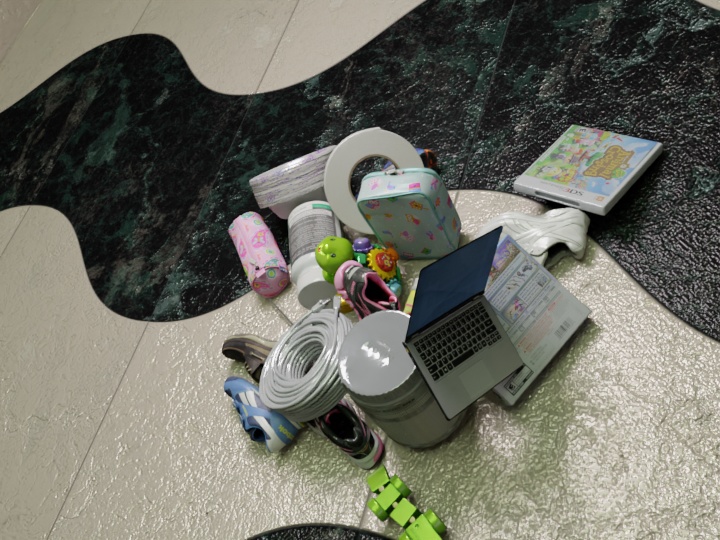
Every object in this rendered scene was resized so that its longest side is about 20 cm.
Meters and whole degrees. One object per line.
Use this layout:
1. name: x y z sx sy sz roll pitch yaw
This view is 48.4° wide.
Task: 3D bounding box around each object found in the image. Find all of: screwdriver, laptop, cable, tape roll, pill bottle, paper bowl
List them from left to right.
1. screwdriver: -0.128 0.108 1.549 0.028 0.029 0.200 -44 43 -5
2. paper bowl: -0.122 -0.177 1.661 0.199 0.105 0.201 -22 12 5
3. cable: -0.084 0.160 1.363 0.199 0.069 0.201 -36 34 16
4. pill bottle: -0.082 -0.028 1.557 0.112 0.113 0.201 -21 48 16
5. tape roll: 0.028 -0.172 1.547 0.202 0.203 0.037 -35 13 3
6. laptop: 0.164 0.073 1.145 0.187 0.201 0.116 -26 -6 -38

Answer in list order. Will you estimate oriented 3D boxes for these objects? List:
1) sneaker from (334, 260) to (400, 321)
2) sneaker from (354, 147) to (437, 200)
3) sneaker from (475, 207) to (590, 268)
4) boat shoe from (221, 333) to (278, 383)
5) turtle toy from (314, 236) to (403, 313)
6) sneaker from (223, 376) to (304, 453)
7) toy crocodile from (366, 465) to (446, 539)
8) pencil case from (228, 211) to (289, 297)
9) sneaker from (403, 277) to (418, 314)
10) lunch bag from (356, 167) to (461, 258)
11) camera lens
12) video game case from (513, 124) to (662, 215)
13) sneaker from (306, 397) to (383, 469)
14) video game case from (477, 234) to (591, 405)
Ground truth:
1. sneaker: 0.039 0.070 1.351 0.079 0.200 0.095 -49 26 -25
2. sneaker: 0.064 -0.178 1.620 0.199 0.076 0.078 -35 32 -2
3. sneaker: 0.291 -0.047 1.374 0.198 0.078 0.100 -8 57 27
4. boat shoe: -0.188 0.168 1.503 0.198 0.075 0.074 2 58 34
5. turtle toy: 0.000 0.000 1.440 0.101 0.199 0.147 -40 42 42
6. sneaker: -0.191 0.256 1.443 0.199 0.074 0.083 24 74 41
7. toy crocodile: 0.073 0.374 1.211 0.068 0.062 0.200 -45 51 -6
8. pencil case: -0.212 -0.036 1.661 0.087 0.088 0.201 -33 46 5
9. sneaker: 0.148 0.095 1.365 0.200 0.078 0.091 37 96 44
10. lunch bag: 0.086 -0.103 1.450 0.159 0.200 0.078 -1 55 29
11. camera lens: 0.070 0.173 1.257 0.159 0.200 0.161 -16 50 20
12. video game case: 0.399 -0.182 1.407 0.181 0.022 0.200 23 54 40
13. sneaker: -0.043 0.246 1.350 0.199 0.086 0.081 27 72 42
14. video game case: 0.232 0.078 1.268 0.181 0.045 0.200 43 82 2
